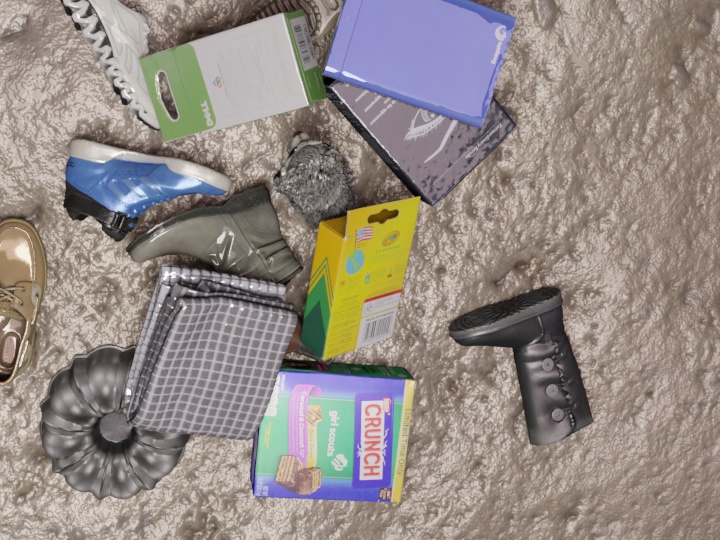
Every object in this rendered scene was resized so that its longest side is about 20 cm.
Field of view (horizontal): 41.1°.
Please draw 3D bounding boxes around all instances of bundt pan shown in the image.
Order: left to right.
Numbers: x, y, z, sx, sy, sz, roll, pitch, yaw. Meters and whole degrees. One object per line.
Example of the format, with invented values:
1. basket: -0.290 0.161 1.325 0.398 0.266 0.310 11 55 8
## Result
1. bundt pan: -0.309 0.200 1.213 0.199 0.076 0.205 -2 101 -10

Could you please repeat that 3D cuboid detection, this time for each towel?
1. towel: -0.176 0.104 1.134 0.164 0.086 0.202 11 113 -26

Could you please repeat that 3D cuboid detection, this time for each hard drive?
1. hard drive: 0.068 -0.260 1.109 0.198 0.025 0.134 16 97 -12

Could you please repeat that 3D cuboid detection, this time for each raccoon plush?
1. raccoon plush: -0.027 -0.083 1.176 0.097 0.134 0.200 -43 104 -1

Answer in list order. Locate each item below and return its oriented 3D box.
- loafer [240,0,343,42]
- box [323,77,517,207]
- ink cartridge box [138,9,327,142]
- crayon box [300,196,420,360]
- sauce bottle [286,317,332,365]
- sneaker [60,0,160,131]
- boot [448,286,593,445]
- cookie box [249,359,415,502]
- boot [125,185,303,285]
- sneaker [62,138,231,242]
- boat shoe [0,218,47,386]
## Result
1. loafer: -0.052 -0.320 1.166 0.198 0.068 0.076 -23 102 12
2. box: 0.069 -0.202 1.186 0.148 0.104 0.200 -42 105 0
3. ink cartridge box: -0.148 -0.223 1.110 0.198 0.059 0.105 -10 105 24
4. crayon box: 0.000 0.000 1.183 0.126 0.051 0.202 -14 126 -42
5. sauce bottle: -0.125 0.067 1.226 0.198 0.065 0.065 22 96 -14
6. sneaker: -0.277 -0.263 1.137 0.081 0.075 0.202 -32 104 -12
7. boot: 0.218 0.143 1.302 0.163 0.066 0.202 -17 107 -4
8. cookie box: -0.038 0.209 1.260 0.197 0.075 0.174 4 99 -11
9. boot: -0.172 -0.013 1.169 0.198 0.068 0.132 -21 88 -21
10. sneaker: -0.261 -0.086 1.165 0.197 0.077 0.113 11 93 -7
11. boat shoe: -0.423 0.039 1.168 0.070 0.065 0.203 3 100 -10
